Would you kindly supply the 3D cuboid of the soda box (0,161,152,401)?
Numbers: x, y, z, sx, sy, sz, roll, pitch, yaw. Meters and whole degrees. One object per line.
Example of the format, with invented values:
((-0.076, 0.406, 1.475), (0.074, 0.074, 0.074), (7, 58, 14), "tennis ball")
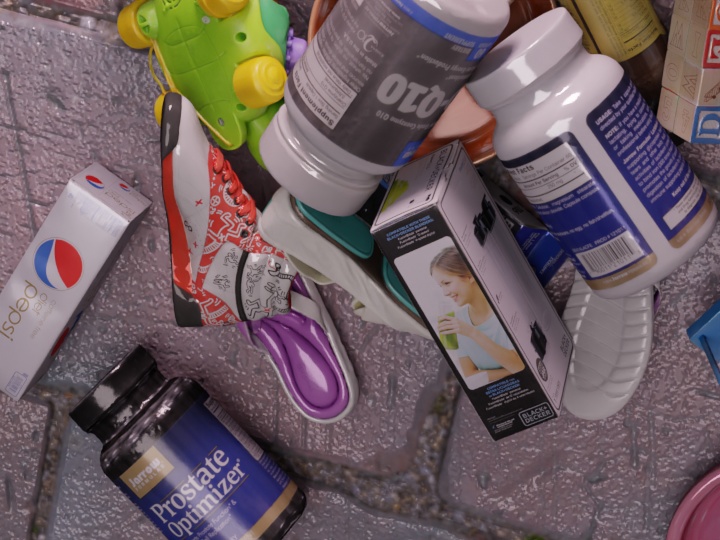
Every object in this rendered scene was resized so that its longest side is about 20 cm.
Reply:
((-0.259, 0.010, 1.762), (0.063, 0.068, 0.201), (35, 110, 0), "soda box")

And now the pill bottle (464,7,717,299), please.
((0.171, -0.089, 1.554), (0.115, 0.116, 0.201), (-31, 103, 19), "pill bottle")

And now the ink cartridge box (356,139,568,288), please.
((0.065, -0.040, 1.675), (0.200, 0.039, 0.100), (39, 111, 7), "ink cartridge box")

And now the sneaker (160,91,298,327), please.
((-0.101, -0.050, 1.644), (0.107, 0.067, 0.203), (-3, 117, -1), "sneaker")

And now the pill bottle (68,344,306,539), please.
((-0.149, 0.163, 1.761), (0.200, 0.112, 0.112), (46, 111, -4), "pill bottle")

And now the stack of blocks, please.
((0.298, -0.198, 1.550), (0.114, 0.059, 0.202), (0, 109, -21), "stack of blocks")

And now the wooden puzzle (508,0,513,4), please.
((0.053, -0.283, 1.585), (0.185, 0.046, 0.200), (-40, 91, 5), "wooden puzzle")

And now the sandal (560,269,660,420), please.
((0.208, 0.021, 1.667), (0.082, 0.050, 0.205), (13, 98, 32), "sandal")

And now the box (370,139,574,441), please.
((0.089, 0.015, 1.593), (0.060, 0.117, 0.201), (-22, 112, 22), "box")

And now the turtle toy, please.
((-0.096, -0.164, 1.652), (0.145, 0.101, 0.201), (-11, 106, 48), "turtle toy")

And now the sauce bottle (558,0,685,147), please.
((0.198, -0.182, 1.585), (0.064, 0.065, 0.201), (-20, 119, 18), "sauce bottle")

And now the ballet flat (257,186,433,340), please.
((0.000, 0.000, 1.629), (0.200, 0.070, 0.069), (37, 112, -24), "ballet flat")

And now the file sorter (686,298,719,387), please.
((0.377, 0.049, 1.576), (0.138, 0.123, 0.200), (34, 114, -26), "file sorter")

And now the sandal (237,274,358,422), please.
((-0.069, 0.040, 1.729), (0.082, 0.050, 0.203), (-35, 96, 20), "sandal")

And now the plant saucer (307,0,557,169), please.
((0.058, -0.178, 1.630), (0.198, 0.032, 0.202), (0, 92, 3), "plant saucer")

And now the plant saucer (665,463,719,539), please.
((0.350, 0.235, 1.701), (0.199, 0.051, 0.202), (3, 107, 11), "plant saucer")

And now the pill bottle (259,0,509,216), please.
((0.013, -0.144, 1.541), (0.113, 0.114, 0.200), (36, 119, 0), "pill bottle")
